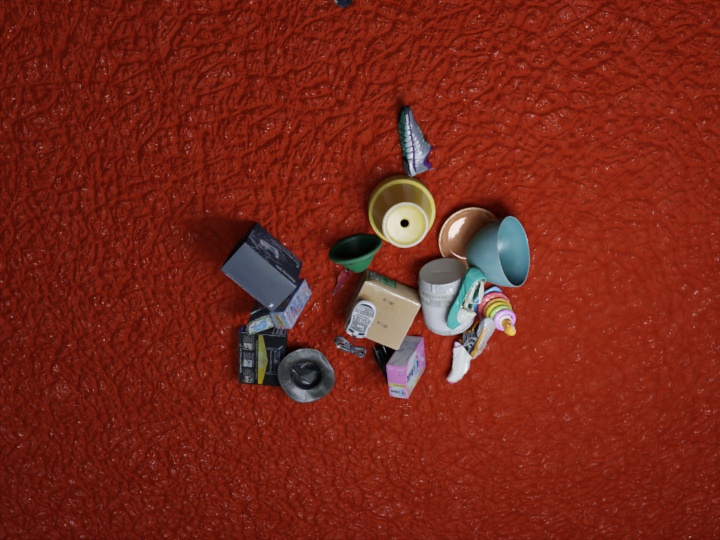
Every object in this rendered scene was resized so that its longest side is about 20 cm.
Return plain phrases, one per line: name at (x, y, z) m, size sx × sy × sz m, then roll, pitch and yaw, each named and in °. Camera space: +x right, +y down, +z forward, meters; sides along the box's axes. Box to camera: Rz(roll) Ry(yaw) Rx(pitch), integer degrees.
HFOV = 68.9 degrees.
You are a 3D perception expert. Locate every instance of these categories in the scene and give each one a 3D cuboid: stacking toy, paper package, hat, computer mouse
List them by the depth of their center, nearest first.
hat at (0.000, 0.000, 1.599) m, size 0.165 × 0.200 × 0.177 m, roll -27°, pitch 119°, yaw -17°
computer mouse at (-0.004, 0.170, 1.608) m, size 0.109 × 0.044 × 0.201 m, roll 21°, pitch 116°, yaw -3°
stacking toy at (0.434, 0.144, 1.618) m, size 0.109 × 0.200 × 0.116 m, roll -34°, pitch 110°, yaw 6°
paper package at (0.068, 0.124, 1.666) m, size 0.199 × 0.104 × 0.192 m, roll 22°, pitch 110°, yaw -8°
hat at (-0.184, 0.339, 1.761) m, size 0.199 × 0.081 × 0.202 m, roll -3°, pitch 107°, yaw -9°

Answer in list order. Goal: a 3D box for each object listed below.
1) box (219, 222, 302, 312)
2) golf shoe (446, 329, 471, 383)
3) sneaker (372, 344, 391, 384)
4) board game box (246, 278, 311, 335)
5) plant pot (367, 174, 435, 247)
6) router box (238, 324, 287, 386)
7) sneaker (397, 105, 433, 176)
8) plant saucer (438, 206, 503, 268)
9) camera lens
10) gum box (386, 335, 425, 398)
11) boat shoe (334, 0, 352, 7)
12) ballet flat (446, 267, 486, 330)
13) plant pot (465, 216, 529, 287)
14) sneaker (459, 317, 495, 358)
box at (-0.286, -0.014, 1.558) m, size 0.196 × 0.200 × 0.117 m, roll 42°, pitch 106°, yaw -16°
golf shoe at (0.336, 0.284, 1.754) m, size 0.091 × 0.075 × 0.201 m, roll 32°, pitch 102°, yaw -1°
sneaker at (0.089, 0.313, 1.759) m, size 0.060 × 0.105 × 0.200 m, roll -27°, pitch 146°, yaw -1°
board game box at (-0.258, 0.121, 1.611) m, size 0.199 × 0.200 × 0.062 m, roll -20°, pitch 112°, yaw 7°
plant pot at (0.122, -0.158, 1.508) m, size 0.199 × 0.189 × 0.202 m, roll 0°, pitch 111°, yaw 0°
router box at (-0.327, 0.287, 1.756) m, size 0.156 × 0.052 × 0.202 m, roll 5°, pitch 112°, yaw -2°
sneaker at (0.160, -0.374, 1.494) m, size 0.087 × 0.075 × 0.201 m, roll -15°, pitch 121°, yaw -9°
plant saucer at (0.337, -0.100, 1.613) m, size 0.198 × 0.038 × 0.202 m, roll 0°, pitch 112°, yaw -1°
camera lens at (0.263, 0.085, 1.607) m, size 0.159 × 0.160 × 0.201 m, roll -11°, pitch 121°, yaw 4°
gum box at (0.151, 0.304, 1.692) m, size 0.066 × 0.200 × 0.114 m, roll 3°, pitch 114°, yaw 25°
boat shoe at (-0.063, -0.772, 1.313) m, size 0.074 × 0.093 × 0.201 m, roll -18°, pitch 111°, yaw 7°
ballet flat at (0.303, 0.092, 1.487) m, size 0.067 × 0.070 × 0.201 m, roll 4°, pitch 112°, yaw -39°
plant pot at (0.388, -0.048, 1.531) m, size 0.134 × 0.200 × 0.201 m, roll -6°, pitch 118°, yaw 42°
sneaker at (0.356, 0.200, 1.625) m, size 0.077 × 0.078 × 0.201 m, roll 43°, pitch 149°, yaw 23°
